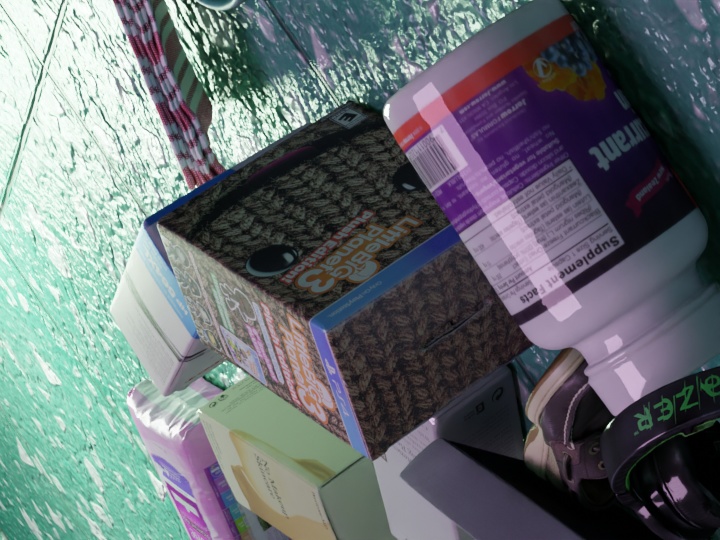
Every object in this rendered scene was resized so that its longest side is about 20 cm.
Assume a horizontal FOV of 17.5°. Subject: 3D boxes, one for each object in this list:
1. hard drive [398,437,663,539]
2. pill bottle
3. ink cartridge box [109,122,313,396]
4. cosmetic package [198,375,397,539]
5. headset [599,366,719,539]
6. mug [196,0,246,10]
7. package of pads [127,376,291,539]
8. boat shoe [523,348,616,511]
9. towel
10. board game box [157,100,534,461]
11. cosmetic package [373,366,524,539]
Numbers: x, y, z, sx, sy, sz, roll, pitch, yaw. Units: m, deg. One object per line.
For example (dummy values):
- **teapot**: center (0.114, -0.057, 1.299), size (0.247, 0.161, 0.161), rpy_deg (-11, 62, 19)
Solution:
- **hard drive**: center (0.127, 0.165, 1.448), size (0.134, 0.043, 0.200), rpy_deg (18, -170, -38)
- **pill bottle**: center (0.109, -0.030, 1.200), size (0.201, 0.111, 0.111), rpy_deg (56, 160, 1)
- **ink cartridge box**: center (-0.088, -0.004, 1.634), size (0.085, 0.146, 0.200), rpy_deg (55, 159, 7)
- **cosmetic package**: center (-0.042, 0.164, 1.886), size (0.200, 0.071, 0.106), rpy_deg (25, 142, 56)
- **headset**: center (0.200, 0.107, 1.192), size (0.200, 0.123, 0.094), rpy_deg (36, -145, -58)
- **mug**: center (-0.069, -0.250, 1.277), size (0.152, 0.114, 0.186), rpy_deg (28, 145, 53)
- **package of pads**: center (-0.132, 0.190, 2.124), size (0.120, 0.075, 0.201), rpy_deg (31, 147, 55)
- **boat shoe**: center (0.139, 0.089, 1.374), size (0.066, 0.072, 0.201), rpy_deg (41, 163, 16)
- **towel**: center (-0.139, -0.167, 1.616), size (0.147, 0.030, 0.201), rpy_deg (-104, -6, -60)
- **board game box**: center (0.000, 0.000, 1.423), size (0.200, 0.159, 0.097), rpy_deg (30, 147, 50)
- **cosmetic package**: center (0.059, 0.128, 1.602), size (0.102, 0.074, 0.201), rpy_deg (39, 152, 41)
